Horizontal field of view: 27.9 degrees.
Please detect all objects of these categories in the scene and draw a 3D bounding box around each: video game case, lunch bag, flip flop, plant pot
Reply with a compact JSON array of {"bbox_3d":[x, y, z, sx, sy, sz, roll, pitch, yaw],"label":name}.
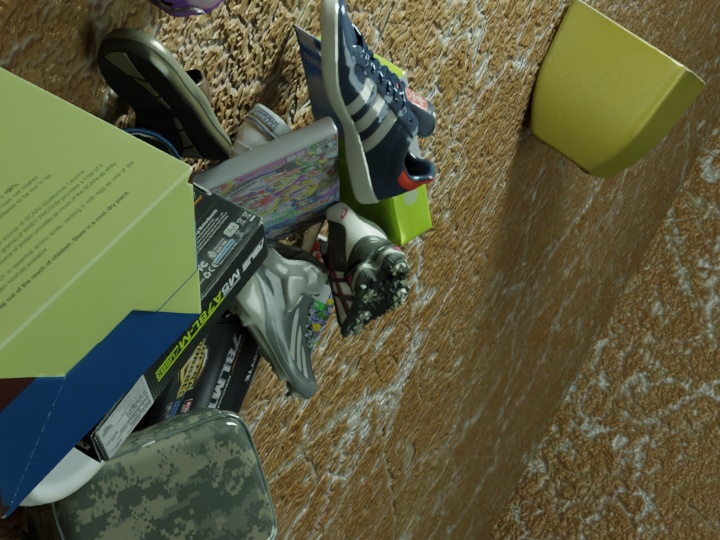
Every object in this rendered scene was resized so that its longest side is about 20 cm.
[{"bbox_3d":[-0.085,-0.064,1.290,0.142,0.018,0.200,-25,164,-8],"label":"video game case"},{"bbox_3d":[-0.188,0.206,1.263,0.198,0.167,0.141,-21,97,-25],"label":"lunch bag"},{"bbox_3d":[-0.149,-0.140,1.132,0.200,0.080,0.058,63,35,-64],"label":"flip flop"},{"bbox_3d":[0.354,-0.247,2.099,0.201,0.193,0.195,-58,162,11],"label":"plant pot"}]

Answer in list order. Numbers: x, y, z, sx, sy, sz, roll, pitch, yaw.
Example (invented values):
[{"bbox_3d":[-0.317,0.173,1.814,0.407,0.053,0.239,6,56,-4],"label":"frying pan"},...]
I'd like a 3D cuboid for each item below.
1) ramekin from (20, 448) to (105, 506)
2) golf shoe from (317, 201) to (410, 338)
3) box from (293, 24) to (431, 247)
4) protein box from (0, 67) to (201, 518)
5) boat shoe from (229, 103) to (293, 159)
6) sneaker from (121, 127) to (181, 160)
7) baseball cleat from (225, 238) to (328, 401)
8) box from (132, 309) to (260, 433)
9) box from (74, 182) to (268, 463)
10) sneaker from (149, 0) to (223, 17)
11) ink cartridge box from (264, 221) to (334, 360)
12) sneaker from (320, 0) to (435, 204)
[{"bbox_3d":[-0.246,0.082,1.103,0.201,0.104,0.201,-50,156,-32],"label":"ramekin"},{"bbox_3d":[0.000,0.000,1.423,0.077,0.089,0.200,-31,163,-16],"label":"golf shoe"},{"bbox_3d":[0.003,-0.134,1.367,0.047,0.122,0.202,-30,132,-22],"label":"box"},{"bbox_3d":[-0.235,0.000,0.885,0.199,0.198,0.136,-48,155,-36],"label":"protein box"},{"bbox_3d":[-0.075,-0.086,1.378,0.066,0.072,0.200,-50,161,-7],"label":"boat shoe"},{"bbox_3d":[-0.165,-0.025,1.154,0.083,0.070,0.202,-108,-172,-54],"label":"sneaker"},{"bbox_3d":[-0.063,0.048,1.405,0.106,0.070,0.201,-38,141,-7],"label":"baseball cleat"},{"bbox_3d":[-0.173,0.126,1.426,0.198,0.049,0.202,-1,116,-67],"label":"box"},{"bbox_3d":[-0.195,0.005,1.006,0.201,0.192,0.048,-54,156,-27],"label":"box"},{"bbox_3d":[-0.135,-0.222,1.057,0.200,0.080,0.089,-33,157,-54],"label":"sneaker"},{"bbox_3d":[-0.044,0.003,1.528,0.109,0.050,0.202,-129,-117,-81],"label":"ink cartridge box"},{"bbox_3d":[0.018,-0.150,1.236,0.075,0.083,0.201,-89,167,-48],"label":"sneaker"}]
